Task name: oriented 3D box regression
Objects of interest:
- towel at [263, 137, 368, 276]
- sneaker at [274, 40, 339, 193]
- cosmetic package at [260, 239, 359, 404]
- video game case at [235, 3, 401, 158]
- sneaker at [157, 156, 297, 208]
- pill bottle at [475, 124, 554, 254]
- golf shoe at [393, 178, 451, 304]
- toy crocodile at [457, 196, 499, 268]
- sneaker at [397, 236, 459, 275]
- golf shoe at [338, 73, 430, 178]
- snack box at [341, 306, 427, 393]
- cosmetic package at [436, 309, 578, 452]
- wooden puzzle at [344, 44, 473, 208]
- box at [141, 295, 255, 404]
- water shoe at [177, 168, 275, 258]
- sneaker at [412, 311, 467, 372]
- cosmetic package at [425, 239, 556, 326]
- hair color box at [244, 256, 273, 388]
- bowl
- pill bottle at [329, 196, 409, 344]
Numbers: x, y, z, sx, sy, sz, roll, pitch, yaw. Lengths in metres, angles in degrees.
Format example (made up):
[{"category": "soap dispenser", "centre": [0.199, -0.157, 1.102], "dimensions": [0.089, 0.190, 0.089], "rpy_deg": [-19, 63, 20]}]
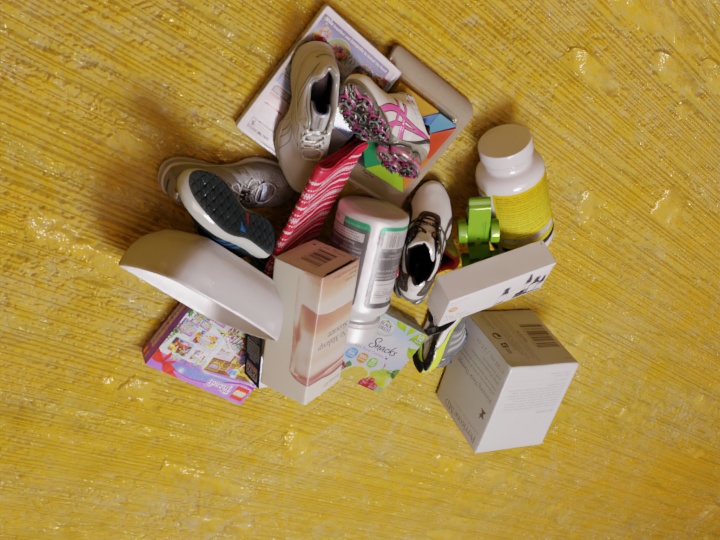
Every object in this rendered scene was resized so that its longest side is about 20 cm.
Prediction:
[{"category": "towel", "centre": [-0.064, -0.089, 1.100], "dimensions": [0.202, 0.022, 0.145], "rpy_deg": [-59, 171, 34]}, {"category": "sneaker", "centre": [-0.068, -0.192, 1.023], "dimensions": [0.073, 0.088, 0.204], "rpy_deg": [-1, 121, -17]}, {"category": "cosmetic package", "centre": [-0.073, 0.073, 1.117], "dimensions": [0.103, 0.086, 0.204], "rpy_deg": [-30, 136, -53]}, {"category": "video game case", "centre": [-0.057, -0.236, 1.064], "dimensions": [0.142, 0.018, 0.201], "rpy_deg": [33, 106, -29]}, {"category": "sneaker", "centre": [-0.175, -0.106, 1.071], "dimensions": [0.196, 0.082, 0.076], "rpy_deg": [-3, 125, -25]}, {"category": "pill bottle", "centre": [0.247, -0.127, 1.254], "dimensions": [0.111, 0.113, 0.202], "rpy_deg": [-27, 132, -7]}, {"category": "golf shoe", "centre": [0.104, -0.052, 1.195], "dimensions": [0.076, 0.095, 0.205], "rpy_deg": [11, 77, -2]}, {"category": "toy crocodile", "centre": [0.191, -0.047, 1.264], "dimensions": [0.066, 0.063, 0.202], "rpy_deg": [-6, 139, 6]}, {"category": "sneaker", "centre": [0.073, -0.009, 1.265], "dimensions": [0.196, 0.091, 0.079], "rpy_deg": [-23, 132, -9]}, {"category": "golf shoe", "centre": [0.035, -0.212, 1.063], "dimensions": [0.200, 0.071, 0.094], "rpy_deg": [43, 65, -53]}, {"category": "snack box", "centre": [0.003, 0.119, 1.345], "dimensions": [0.198, 0.053, 0.143], "rpy_deg": [28, 106, -38]}, {"category": "cosmetic package", "centre": [0.272, 0.206, 1.471], "dimensions": [0.163, 0.168, 0.203], "rpy_deg": [-1, 123, -28]}, {"category": "wooden puzzle", "centre": [0.057, -0.202, 1.153], "dimensions": [0.183, 0.037, 0.201], "rpy_deg": [26, 108, -38]}, {"category": "box", "centre": [-0.227, 0.123, 1.237], "dimensions": [0.137, 0.039, 0.199], "rpy_deg": [-48, 131, 9]}, {"category": "water shoe", "centre": [-0.186, -0.059, 1.001], "dimensions": [0.077, 0.073, 0.200], "rpy_deg": [-12, 153, 22]}, {"category": "sneaker", "centre": [0.163, 0.097, 1.411], "dimensions": [0.080, 0.074, 0.202], "rpy_deg": [0, 129, -38]}, {"category": "cosmetic package", "centre": [0.205, 0.020, 1.226], "dimensions": [0.196, 0.051, 0.083], "rpy_deg": [-19, 151, -18]}, {"category": "hair color box", "centre": [-0.121, 0.073, 1.208], "dimensions": [0.098, 0.060, 0.204], "rpy_deg": [-7, 114, -33]}, {"category": "bowl", "centre": [-0.204, 0.012, 1.045], "dimensions": [0.199, 0.198, 0.076], "rpy_deg": [36, 75, -39]}, {"category": "pill bottle", "centre": [0.000, 0.000, 1.180], "dimensions": [0.111, 0.113, 0.204], "rpy_deg": [3, 111, -29]}]
